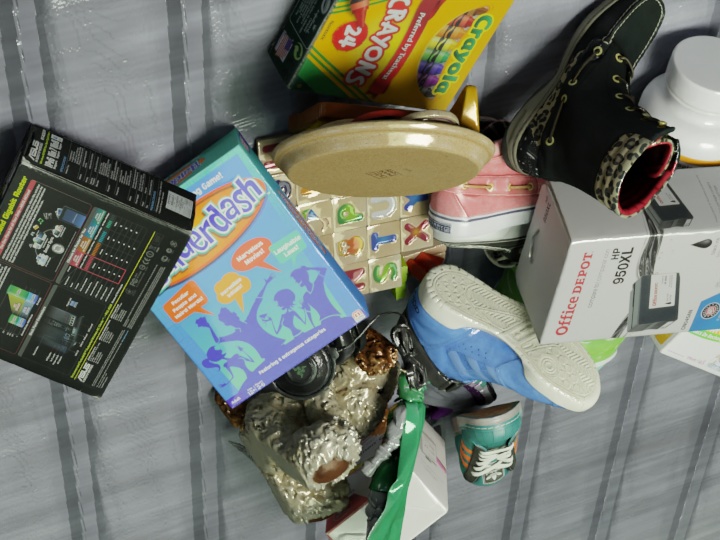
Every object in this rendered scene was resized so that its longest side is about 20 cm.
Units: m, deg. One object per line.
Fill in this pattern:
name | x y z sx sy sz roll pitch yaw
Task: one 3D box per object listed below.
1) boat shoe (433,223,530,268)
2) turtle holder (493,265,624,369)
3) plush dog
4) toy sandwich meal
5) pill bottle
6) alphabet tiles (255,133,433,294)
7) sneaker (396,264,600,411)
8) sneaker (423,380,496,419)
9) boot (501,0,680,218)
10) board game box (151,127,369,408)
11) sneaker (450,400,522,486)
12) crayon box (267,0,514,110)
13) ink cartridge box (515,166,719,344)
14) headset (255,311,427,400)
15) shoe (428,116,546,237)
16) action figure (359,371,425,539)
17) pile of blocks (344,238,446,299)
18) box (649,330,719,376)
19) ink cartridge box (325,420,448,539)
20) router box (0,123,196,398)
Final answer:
boat shoe | 0.150 -0.034 1.762 0.199 0.071 0.064 -6 119 -30
turtle holder | 0.201 0.043 1.861 0.186 0.140 0.132 -56 173 -51
plush dog | -0.033 0.133 1.821 0.171 0.161 0.200 -36 162 -20
toy sandwich meal | 0.017 -0.112 1.518 0.203 0.071 0.205 -2 168 0
pill bottle | 0.308 -0.119 1.744 0.110 0.111 0.201 -11 140 -22
alphabet tiles | -0.026 -0.049 1.639 0.198 0.006 0.168 -12 117 -20
sneaker | 0.126 0.084 1.754 0.199 0.077 0.111 31 141 -4
sneaker | 0.075 0.101 1.884 0.087 0.075 0.200 -26 144 5
boot | 0.233 -0.145 1.595 0.204 0.153 0.073 -51 132 -5
board game box | -0.110 0.001 1.592 0.152 0.045 0.200 -34 113 8
sneaker | 0.139 0.185 1.939 0.071 0.081 0.200 -13 174 -3
crayon box | 0.038 -0.201 1.524 0.199 0.051 0.127 3 132 -36
ink cartridge box | 0.258 -0.014 1.692 0.198 0.085 0.145 -4 138 -14
headset | -0.034 0.081 1.704 0.199 0.124 0.095 -12 110 34
shoe | 0.144 -0.097 1.695 0.199 0.071 0.092 -17 122 -40
action figure | 0.029 0.195 1.781 0.118 0.054 0.202 36 69 -81
pile of blocks | 0.000 0.000 1.723 0.199 0.062 0.082 0 135 -32
box | 0.383 0.038 1.976 0.199 0.113 0.101 21 121 -44
ink cartridge box | 0.028 0.218 1.936 0.116 0.200 0.068 -39 105 14
router box | -0.242 -0.004 1.513 0.149 0.062 0.201 23 123 -16
